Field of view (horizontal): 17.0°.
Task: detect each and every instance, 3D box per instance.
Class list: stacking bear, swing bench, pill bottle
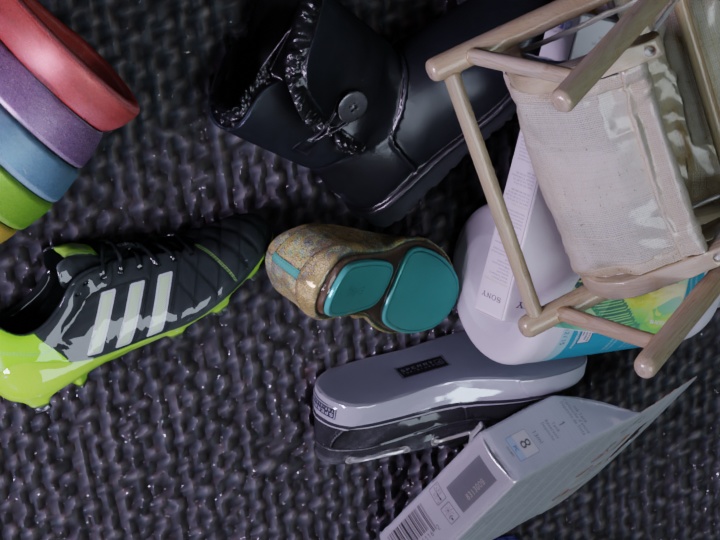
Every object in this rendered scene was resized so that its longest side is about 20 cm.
[{"bbox_3d":[-0.230,-0.056,1.348,0.200,0.114,0.121,-45,132,4],"label":"stacking bear"},{"bbox_3d":[0.176,-0.079,1.440,0.200,0.130,0.199,-34,120,-25],"label":"swing bench"},{"bbox_3d":[0.171,0.000,1.645,0.200,0.111,0.111,-6,120,-30],"label":"pill bottle"}]

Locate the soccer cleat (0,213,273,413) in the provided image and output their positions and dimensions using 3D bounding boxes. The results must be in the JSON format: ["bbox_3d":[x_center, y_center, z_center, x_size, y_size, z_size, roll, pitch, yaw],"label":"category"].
[{"bbox_3d":[-0.145,0.009,1.473,0.200,0.068,0.081,-31,118,-14],"label":"soccer cleat"}]

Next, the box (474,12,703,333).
[{"bbox_3d":[0.161,-0.058,1.532,0.144,0.036,0.200,7,103,-33],"label":"box"}]

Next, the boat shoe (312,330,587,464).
[{"bbox_3d":[0.062,0.092,1.654,0.199,0.074,0.068,-14,125,-25],"label":"boat shoe"}]

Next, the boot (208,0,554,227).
[{"bbox_3d":[0.018,-0.134,1.482,0.200,0.076,0.168,-47,136,8],"label":"boot"}]

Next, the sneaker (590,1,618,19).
[{"bbox_3d":[0.156,-0.202,1.545,0.082,0.078,0.200,-36,141,-15],"label":"sneaker"}]

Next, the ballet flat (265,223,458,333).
[{"bbox_3d":[0.000,0.000,1.554,0.071,0.071,0.200,-60,156,11],"label":"ballet flat"}]

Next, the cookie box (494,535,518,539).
[{"bbox_3d":[0.067,0.269,1.702,0.200,0.171,0.075,-5,117,-32],"label":"cookie box"}]

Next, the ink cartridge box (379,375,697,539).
[{"bbox_3d":[0.126,0.133,1.703,0.200,0.047,0.160,-25,162,-39],"label":"ink cartridge box"}]
